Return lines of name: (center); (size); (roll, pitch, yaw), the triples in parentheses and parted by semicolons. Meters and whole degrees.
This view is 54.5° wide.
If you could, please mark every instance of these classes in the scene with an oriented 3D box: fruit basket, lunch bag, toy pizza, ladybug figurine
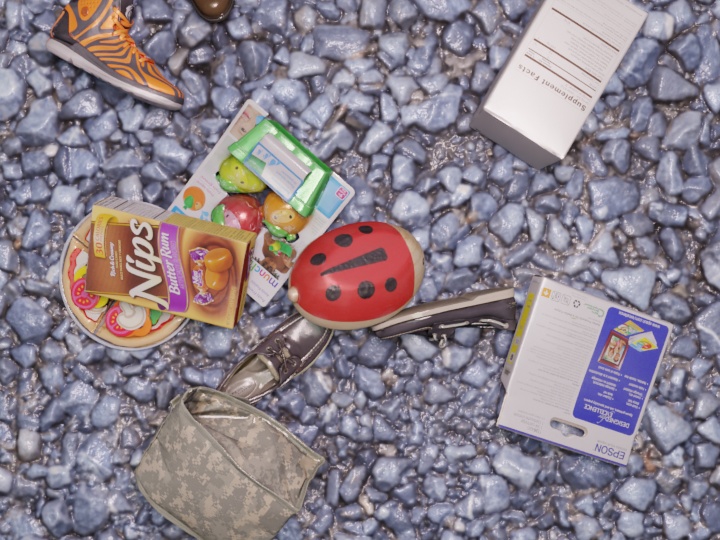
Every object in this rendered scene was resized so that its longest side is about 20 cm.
fruit basket: (-0.136, -0.085, 0.909); (0.185, 0.094, 0.201); (41, 95, -1)
lunch bag: (-0.175, 0.251, 0.883); (0.199, 0.118, 0.165); (37, 120, -2)
toy pizza: (-0.312, 0.007, 0.942); (0.196, 0.032, 0.204); (0, 92, 0)
ladybug figurine: (0.000, 0.000, 0.888); (0.198, 0.072, 0.137); (-22, 76, -24)

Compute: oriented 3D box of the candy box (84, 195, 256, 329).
candy box: (-0.240, -0.010, 0.884); (0.196, 0.057, 0.119); (14, 109, 2)

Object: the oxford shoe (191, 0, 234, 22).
oxford shoe: (-0.206, -0.427, 0.903); (0.071, 0.084, 0.204); (-9, 93, -1)

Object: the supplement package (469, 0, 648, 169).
supplement package: (0.243, -0.249, 0.887); (0.119, 0.121, 0.202); (31, 92, -1)

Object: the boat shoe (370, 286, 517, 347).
boat shoe: (0.113, 0.071, 0.922); (0.196, 0.073, 0.064); (-13, 95, -5)

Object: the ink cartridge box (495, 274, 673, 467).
ink cartridge box: (0.291, 0.133, 0.929); (0.195, 0.047, 0.203); (19, 93, -9)

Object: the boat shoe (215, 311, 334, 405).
boat shoe: (-0.115, 0.123, 0.927); (0.199, 0.065, 0.072); (-37, 91, 1)

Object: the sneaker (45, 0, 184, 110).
sneaker: (-0.305, -0.295, 0.910); (0.198, 0.078, 0.113); (28, 93, -1)
